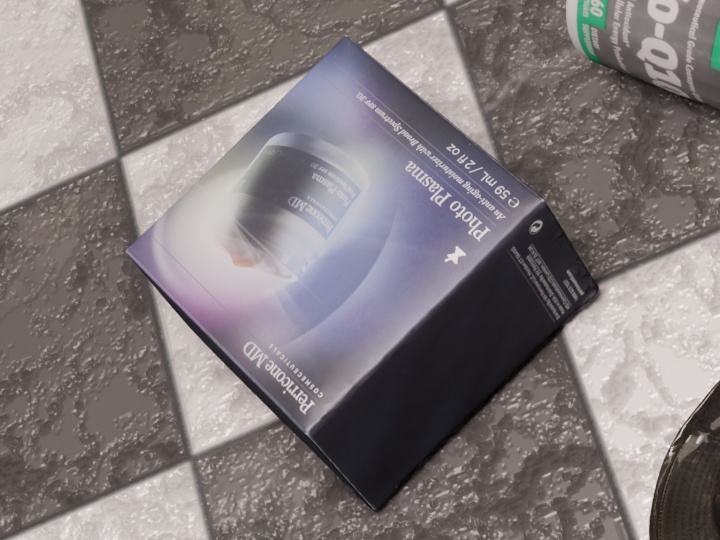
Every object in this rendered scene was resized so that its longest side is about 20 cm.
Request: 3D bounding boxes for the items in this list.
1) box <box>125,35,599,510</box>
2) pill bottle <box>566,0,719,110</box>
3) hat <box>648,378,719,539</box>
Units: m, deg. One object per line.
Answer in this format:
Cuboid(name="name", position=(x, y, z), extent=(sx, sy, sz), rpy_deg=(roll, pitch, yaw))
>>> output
Cuboid(name="box", position=(0.000, 0.000, 1.470), extent=(0.198, 0.123, 0.200), rpy_deg=(-45, 54, -4))
Cuboid(name="pill bottle", position=(0.235, -0.151, 1.458), extent=(0.200, 0.113, 0.113), rpy_deg=(25, 74, 33))
Cuboid(name="hat", position=(0.245, 0.110, 1.322), extent=(0.200, 0.081, 0.201), rpy_deg=(-10, 59, 18))
